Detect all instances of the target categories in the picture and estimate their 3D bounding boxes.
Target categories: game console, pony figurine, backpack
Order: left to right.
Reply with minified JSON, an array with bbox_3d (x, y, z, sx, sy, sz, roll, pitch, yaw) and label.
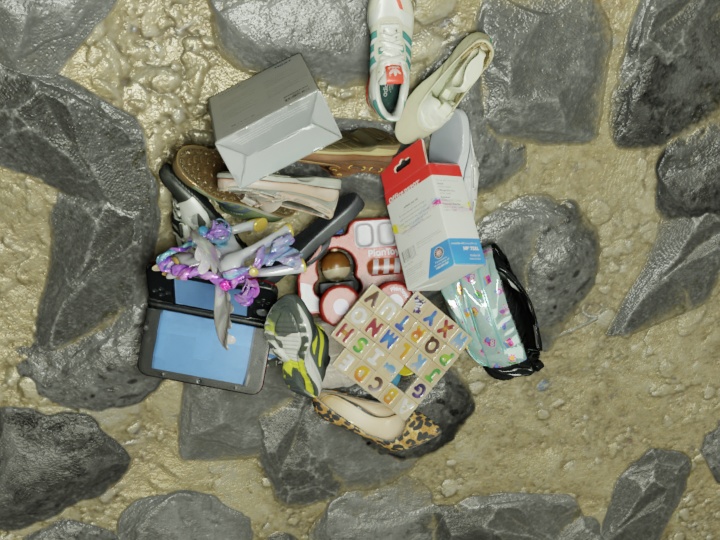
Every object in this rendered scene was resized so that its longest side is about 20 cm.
[{"bbox_3d":[-0.233,0.088,1.663,0.199,0.119,0.173,10,151,-2],"label":"game console"},{"bbox_3d":[-0.183,-0.005,1.548,0.199,0.193,0.168,-17,117,-15],"label":"pony figurine"},{"bbox_3d":[0.208,0.062,1.761,0.126,0.167,0.201,-22,113,5],"label":"backpack"}]

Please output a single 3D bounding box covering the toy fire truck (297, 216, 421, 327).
[{"bbox_3d":[0.000,0.000,1.714,0.199,0.112,0.169,-3,90,-5],"label":"toy fire truck"}]

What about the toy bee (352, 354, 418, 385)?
[{"bbox_3d":[0.036,0.135,1.761,0.130,0.200,0.109,23,80,12],"label":"toy bee"}]

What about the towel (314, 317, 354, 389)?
[{"bbox_3d":[-0.009,0.121,1.808,0.199,0.035,0.133,-18,120,-3],"label":"towel"}]

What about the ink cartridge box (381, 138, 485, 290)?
[{"bbox_3d":[0.104,-0.082,1.643,0.067,0.201,0.116,0,160,-37],"label":"ink cartridge box"}]

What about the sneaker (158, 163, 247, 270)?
[{"bbox_3d":[-0.250,-0.066,1.635,0.088,0.074,0.200,-34,118,4],"label":"sneaker"}]

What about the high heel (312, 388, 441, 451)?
[{"bbox_3d":[0.021,0.236,1.787,0.199,0.072,0.143,0,152,33],"label":"high heel"}]

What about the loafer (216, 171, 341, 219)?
[{"bbox_3d":[-0.113,-0.107,1.573,0.199,0.072,0.063,0,97,-36],"label":"loafer"}]

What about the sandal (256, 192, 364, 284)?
[{"bbox_3d":[-0.070,-0.037,1.654,0.200,0.076,0.043,-38,113,2],"label":"sandal"}]

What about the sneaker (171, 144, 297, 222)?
[{"bbox_3d":[-0.198,-0.115,1.613,0.199,0.090,0.068,22,68,-28],"label":"sneaker"}]

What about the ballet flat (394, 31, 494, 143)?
[{"bbox_3d":[0.126,-0.262,1.610,0.069,0.070,0.200,34,99,-25],"label":"ballet flat"}]

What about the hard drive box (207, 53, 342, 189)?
[{"bbox_3d":[-0.122,-0.211,1.516,0.155,0.200,0.077,-26,117,3],"label":"hard drive box"}]

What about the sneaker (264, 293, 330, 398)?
[{"bbox_3d":[-0.092,0.102,1.676,0.074,0.085,0.201,9,134,18],"label":"sneaker"}]

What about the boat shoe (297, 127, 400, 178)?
[{"bbox_3d":[-0.028,-0.165,1.604,0.199,0.072,0.068,-5,126,-41],"label":"boat shoe"}]

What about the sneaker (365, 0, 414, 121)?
[{"bbox_3d":[0.047,-0.307,1.565,0.070,0.094,0.201,-2,118,-11],"label":"sneaker"}]

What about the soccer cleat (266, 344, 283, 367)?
[{"bbox_3d":[-0.189,0.122,1.759,0.199,0.070,0.087,-15,87,6],"label":"soccer cleat"}]

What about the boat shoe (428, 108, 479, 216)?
[{"bbox_3d":[0.148,-0.152,1.691,0.065,0.073,0.201,-14,118,-40],"label":"boat shoe"}]

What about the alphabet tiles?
[{"bbox_3d":[0.054,0.113,1.669,0.200,0.008,0.167,39,91,-28],"label":"alphabet tiles"}]
